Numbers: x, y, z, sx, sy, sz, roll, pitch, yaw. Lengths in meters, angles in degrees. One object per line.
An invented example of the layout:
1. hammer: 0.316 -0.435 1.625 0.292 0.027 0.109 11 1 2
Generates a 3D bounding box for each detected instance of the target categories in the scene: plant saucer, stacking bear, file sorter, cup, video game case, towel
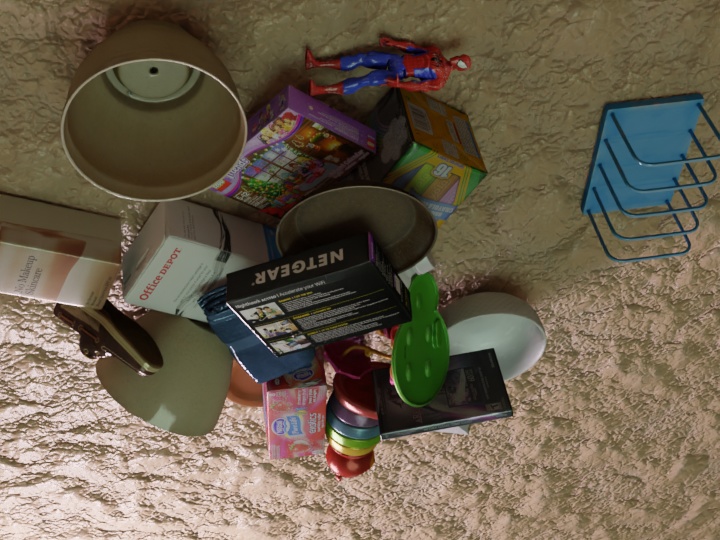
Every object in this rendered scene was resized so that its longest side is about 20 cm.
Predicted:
1. plant saucer: -0.005 -0.053 1.212 0.199 0.037 0.201 -3 145 -2
2. stacking bear: -0.007 0.259 1.612 0.113 0.122 0.201 10 126 -3
3. file sorter: 0.405 -0.122 1.366 0.138 0.123 0.201 -7 139 -6
4. cup: -0.265 0.125 1.443 0.200 0.200 0.144 25 104 -35
5. video game case: 0.121 0.187 1.503 0.199 0.143 0.019 -10 126 1
6. plant saucer: -0.156 0.165 1.610 0.199 0.038 0.201 -8 139 -7
7. towel: -0.141 0.080 1.385 0.111 0.049 0.200 -20 141 5

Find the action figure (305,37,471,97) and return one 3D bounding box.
1. action figure: 0.036 -0.243 1.178 0.199 0.066 0.052 -5 159 -9

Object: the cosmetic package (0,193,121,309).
1. cosmetic package: -0.423 -0.026 1.287 0.199 0.088 0.104 11 135 -25

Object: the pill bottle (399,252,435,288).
1. pill bottle: 0.000 0.000 1.404 0.199 0.113 0.112 -25 138 10

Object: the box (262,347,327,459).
1. box: -0.107 0.204 1.563 0.095 0.100 0.201 -5 139 -9

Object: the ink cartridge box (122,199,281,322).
1. ink cartridge box: -0.212 -0.006 1.365 0.199 0.085 0.145 17 131 -32

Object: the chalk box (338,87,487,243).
1. chalk box: 0.048 -0.117 1.279 0.123 0.125 0.200 18 132 -30

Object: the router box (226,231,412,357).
1. router box: -0.051 0.035 1.259 0.199 0.051 0.149 -16 142 16

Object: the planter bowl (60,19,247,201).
1. planter bowl: -0.233 -0.195 1.109 0.199 0.135 0.201 -7 138 -6

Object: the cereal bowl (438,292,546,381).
1. cereal bowl: 0.196 0.101 1.591 0.199 0.084 0.201 -6 139 -5

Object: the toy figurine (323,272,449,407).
1. toy figurine: 0.021 0.097 1.503 0.183 0.201 0.150 3 -175 37

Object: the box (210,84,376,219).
1. box: -0.095 -0.142 1.241 0.136 0.039 0.200 23 143 -33

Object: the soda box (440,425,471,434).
1. soda box: 0.093 0.226 1.651 0.199 0.068 0.064 -1 150 38

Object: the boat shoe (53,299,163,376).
1. boat shoe: -0.354 0.093 1.359 0.072 0.200 0.072 -56 159 8
